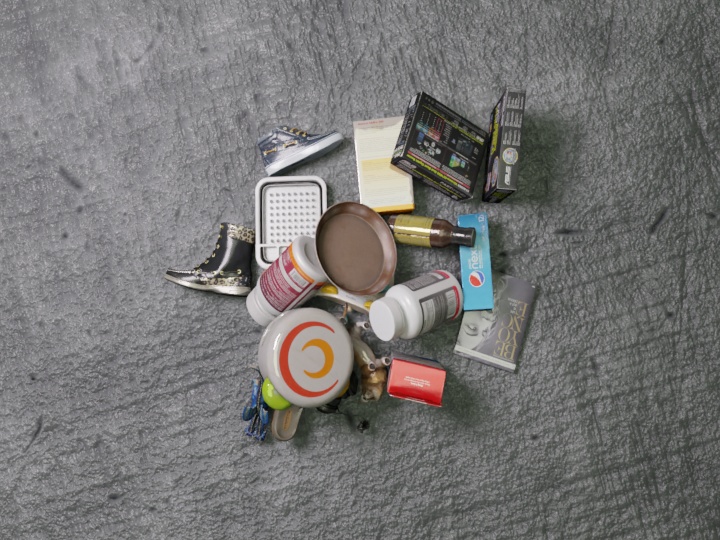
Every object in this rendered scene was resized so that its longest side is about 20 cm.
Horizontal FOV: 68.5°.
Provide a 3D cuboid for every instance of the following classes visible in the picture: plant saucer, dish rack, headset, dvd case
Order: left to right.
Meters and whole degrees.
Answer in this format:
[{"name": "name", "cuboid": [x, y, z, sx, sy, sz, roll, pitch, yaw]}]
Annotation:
[{"name": "dish rack", "cuboid": [-0.155, -0.107, 1.206, 0.164, 0.044, 0.210, -2, 88, 3]}, {"name": "headset", "cuboid": [-0.050, 0.272, 1.184, 0.123, 0.094, 0.202, -42, 72, 7]}, {"name": "plant saucer", "cuboid": [-0.013, -0.042, 1.109, 0.193, 0.034, 0.209, 10, 69, -27]}, {"name": "dvd case", "cuboid": [0.304, 0.109, 1.194, 0.143, 0.016, 0.208, 17, 89, 2]}]

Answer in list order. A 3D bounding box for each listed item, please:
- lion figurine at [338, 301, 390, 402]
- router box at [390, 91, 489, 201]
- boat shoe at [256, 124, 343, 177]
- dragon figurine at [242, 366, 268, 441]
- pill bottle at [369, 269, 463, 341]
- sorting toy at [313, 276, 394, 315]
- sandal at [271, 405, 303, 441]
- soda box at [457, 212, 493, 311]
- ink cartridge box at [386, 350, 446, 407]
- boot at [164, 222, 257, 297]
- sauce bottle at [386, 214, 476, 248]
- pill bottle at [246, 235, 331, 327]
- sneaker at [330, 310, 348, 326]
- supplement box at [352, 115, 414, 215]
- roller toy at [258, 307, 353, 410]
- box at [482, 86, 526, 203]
[{"name": "lion figurine", "cuboid": [0.001, 0.177, 1.133, 0.070, 0.123, 0.205, -20, 74, -22]}, {"name": "router box", "cuboid": [0.174, -0.264, 1.148, 0.195, 0.062, 0.155, 24, 78, -21]}, {"name": "boat shoe", "cuboid": [-0.139, -0.294, 1.198, 0.194, 0.071, 0.094, -23, 91, 3]}, {"name": "dragon figurine", "cuboid": [-0.220, 0.294, 1.144, 0.056, 0.204, 0.102, 10, 50, -1]}, {"name": "pill bottle", "cuboid": [0.116, 0.076, 1.110, 0.195, 0.110, 0.115, -17, 87, -36]}, {"name": "sorting toy", "cuboid": [0.000, 0.000, 1.183, 0.193, 0.107, 0.186, 19, 70, 2]}, {"name": "sandal", "cuboid": [-0.148, 0.267, 1.133, 0.079, 0.054, 0.209, 13, 87, -25]}, {"name": "soda box", "cuboid": [0.252, -0.016, 1.165, 0.065, 0.064, 0.209, -4, 82, 11]}, {"name": "ink cartridge box", "cuboid": [0.114, 0.223, 1.104, 0.111, 0.200, 0.070, 11, 88, 2]}, {"name": "boot", "cuboid": [-0.332, -0.030, 1.197, 0.195, 0.074, 0.161, 9, 85, -2]}, {"name": "sauce bottle", "cuboid": [0.153, -0.081, 1.151, 0.193, 0.064, 0.068, 11, 88, 26]}, {"name": "pill bottle", "cuboid": [-0.155, 0.028, 1.135, 0.199, 0.109, 0.111, -41, 86, 28]}, {"name": "sneaker", "cuboid": [-0.121, 0.135, 1.161, 0.194, 0.092, 0.079, -24, 55, -1]}, {"name": "supplement box", "cuboid": [0.051, -0.230, 1.188, 0.120, 0.074, 0.210, -5, 89, 1]}, {"name": "roller toy", "cuboid": [-0.110, 0.171, 1.063, 0.192, 0.139, 0.191, -2, 86, -22]}, {"name": "box", "cuboid": [0.306, -0.261, 1.138, 0.042, 0.160, 0.209, 6, 89, 3]}]
